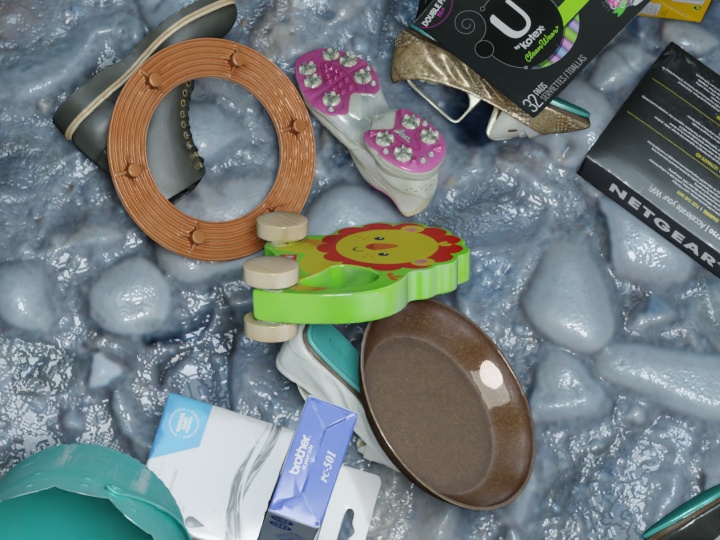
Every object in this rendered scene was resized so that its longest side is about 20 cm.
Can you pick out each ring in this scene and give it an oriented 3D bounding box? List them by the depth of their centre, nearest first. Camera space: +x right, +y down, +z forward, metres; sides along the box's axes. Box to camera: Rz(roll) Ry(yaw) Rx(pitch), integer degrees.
[{"bbox_3d":[-0.130,-0.109,1.721,0.199,0.019,0.203,2,85,-24],"label":"ring"}]

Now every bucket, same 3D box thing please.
[{"bbox_3d":[-0.231,0.244,1.528,0.205,0.135,0.209,1,106,3],"label":"bucket"}]

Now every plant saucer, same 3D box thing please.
[{"bbox_3d":[0.067,0.119,1.651,0.199,0.037,0.202,27,46,-31],"label":"plant saucer"}]

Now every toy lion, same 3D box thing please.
[{"bbox_3d":[0.000,0.000,1.657,0.190,0.200,0.069,1,109,3],"label":"toy lion"}]

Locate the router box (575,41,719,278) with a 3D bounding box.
[{"bbox_3d":[0.324,-0.095,1.783,0.199,0.051,0.149,37,73,8],"label":"router box"}]

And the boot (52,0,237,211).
[{"bbox_3d":[-0.162,-0.147,1.752,0.200,0.077,0.139,-41,85,-7],"label":"boot"}]

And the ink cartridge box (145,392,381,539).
[{"bbox_3d":[-0.086,0.192,1.635,0.198,0.067,0.117,17,70,0],"label":"ink cartridge box"}]

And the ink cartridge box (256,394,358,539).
[{"bbox_3d":[-0.046,0.171,1.504,0.044,0.200,0.095,19,70,0],"label":"ink cartridge box"}]

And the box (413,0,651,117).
[{"bbox_3d":[0.168,-0.269,1.692,0.148,0.200,0.125,36,31,-15],"label":"box"}]

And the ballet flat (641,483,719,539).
[{"bbox_3d":[0.338,0.200,1.676,0.199,0.068,0.069,-37,86,-16],"label":"ballet flat"}]

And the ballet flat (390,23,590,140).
[{"bbox_3d":[0.116,-0.160,1.789,0.199,0.070,0.066,27,98,7],"label":"ballet flat"}]

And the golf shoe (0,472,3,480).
[{"bbox_3d":[-0.346,0.146,1.612,0.078,0.097,0.202,-13,74,-12],"label":"golf shoe"}]

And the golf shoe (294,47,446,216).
[{"bbox_3d":[0.002,-0.126,1.755,0.075,0.092,0.200,-26,52,-20],"label":"golf shoe"}]

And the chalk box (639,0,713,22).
[{"bbox_3d":[0.284,-0.359,1.834,0.123,0.125,0.202,5,69,-4],"label":"chalk box"}]

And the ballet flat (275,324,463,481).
[{"bbox_3d":[0.005,0.123,1.665,0.200,0.069,0.070,44,71,-11],"label":"ballet flat"}]
